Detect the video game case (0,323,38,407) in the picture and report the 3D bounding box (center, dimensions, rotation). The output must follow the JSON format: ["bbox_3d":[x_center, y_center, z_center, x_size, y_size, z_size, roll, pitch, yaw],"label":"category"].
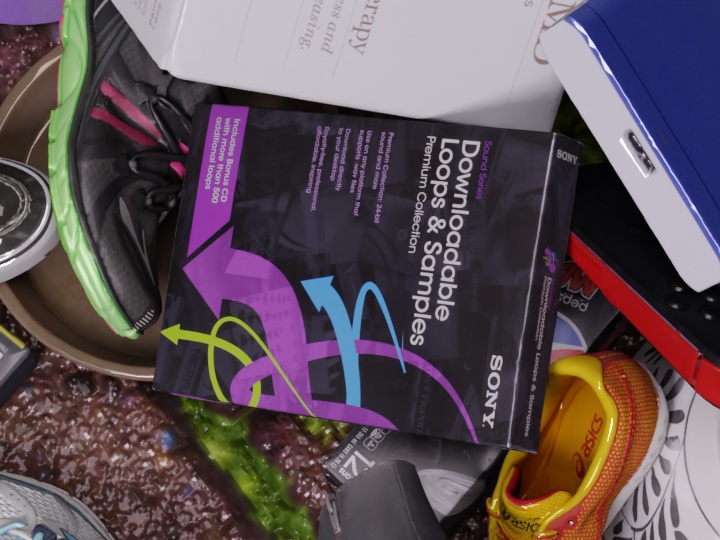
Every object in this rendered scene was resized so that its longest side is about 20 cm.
[{"bbox_3d":[-0.295,0.065,1.097,0.180,0.026,0.200,37,79,13],"label":"video game case"}]

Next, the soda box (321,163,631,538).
[{"bbox_3d":[0.069,0.048,1.053,0.063,0.071,0.200,38,79,13],"label":"soda box"}]

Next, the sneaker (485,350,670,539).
[{"bbox_3d":[0.079,0.131,1.004,0.073,0.077,0.202,18,96,40],"label":"sneaker"}]

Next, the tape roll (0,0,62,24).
[{"bbox_3d":[-0.182,-0.237,1.162,0.198,0.066,0.202,-1,72,3],"label":"tape roll"}]

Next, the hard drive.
[{"bbox_3d":[0.162,-0.087,1.005,0.025,0.200,0.132,-29,97,35],"label":"hard drive"}]

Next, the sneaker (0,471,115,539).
[{"bbox_3d":[-0.135,0.154,1.026,0.199,0.086,0.078,34,77,13],"label":"sneaker"}]

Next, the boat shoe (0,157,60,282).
[{"bbox_3d":[-0.248,-0.029,1.074,0.198,0.064,0.071,-2,73,4],"label":"boat shoe"}]

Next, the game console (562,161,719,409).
[{"bbox_3d":[0.195,-0.005,1.004,0.199,0.031,0.177,-9,43,-34],"label":"game console"}]

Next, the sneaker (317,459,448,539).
[{"bbox_3d":[-0.002,0.183,0.986,0.074,0.200,0.107,8,43,-33],"label":"sneaker"}]

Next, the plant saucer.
[{"bbox_3d":[-0.100,-0.038,1.114,0.198,0.029,0.202,-1,73,3],"label":"plant saucer"}]

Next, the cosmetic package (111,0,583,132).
[{"bbox_3d":[-0.003,-0.181,1.009,0.199,0.166,0.168,7,113,-27],"label":"cosmetic package"}]

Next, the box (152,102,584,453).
[{"bbox_3d":[0.000,0.000,1.005,0.199,0.036,0.144,6,86,30],"label":"box"}]

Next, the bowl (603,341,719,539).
[{"bbox_3d":[0.211,0.089,1.020,0.199,0.094,0.202,-1,72,4],"label":"bowl"}]

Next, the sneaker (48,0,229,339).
[{"bbox_3d":[-0.108,-0.066,1.069,0.083,0.077,0.202,-2,74,7],"label":"sneaker"}]
